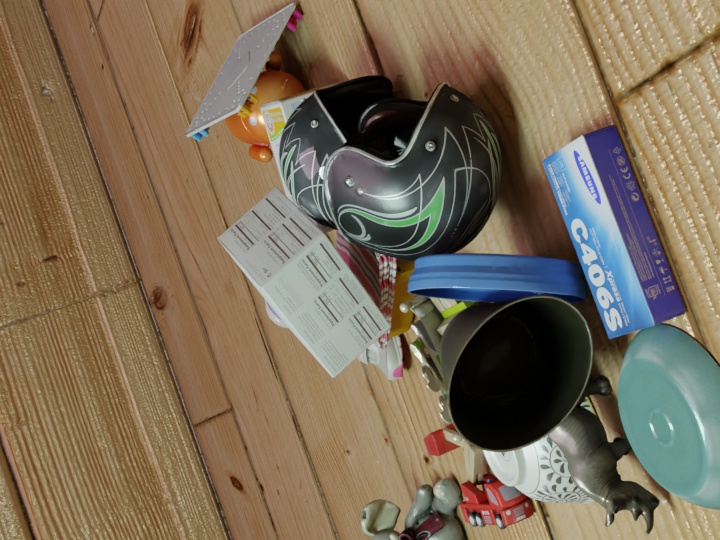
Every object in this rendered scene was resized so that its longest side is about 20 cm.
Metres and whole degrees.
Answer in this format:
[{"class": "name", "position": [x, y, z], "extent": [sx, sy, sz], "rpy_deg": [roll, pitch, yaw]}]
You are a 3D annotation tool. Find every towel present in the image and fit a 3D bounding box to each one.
[{"class": "towel", "position": [0.000, 0.000, 1.840], "extent": [0.147, 0.030, 0.202], "rpy_deg": [54, 153, 37]}]

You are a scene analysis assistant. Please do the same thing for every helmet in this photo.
[{"class": "helmet", "position": [-0.014, -0.148, 1.701], "extent": [0.200, 0.189, 0.202], "rpy_deg": [52, 153, 41]}, {"class": "helmet", "position": [0.071, -0.112, 1.502], "extent": [0.188, 0.200, 0.203], "rpy_deg": [-3, 111, 23]}]

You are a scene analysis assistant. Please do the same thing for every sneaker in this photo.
[{"class": "sneaker", "position": [0.001, 0.108, 2.027], "extent": [0.200, 0.087, 0.082], "rpy_deg": [48, 150, 46]}]

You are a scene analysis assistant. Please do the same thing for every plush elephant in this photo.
[{"class": "plush elephant", "position": [0.081, 0.425, 1.998], "extent": [0.167, 0.153, 0.200], "rpy_deg": [69, 159, 4]}]

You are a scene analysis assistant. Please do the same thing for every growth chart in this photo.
[{"class": "growth chart", "position": [0.120, 0.114, 1.680], "extent": [0.018, 0.144, 0.202], "rpy_deg": [-29, 82, 43]}]

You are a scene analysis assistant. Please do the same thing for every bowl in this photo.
[{"class": "bowl", "position": [0.207, 0.207, 1.584], "extent": [0.201, 0.093, 0.203], "rpy_deg": [51, 152, 41]}, {"class": "bowl", "position": [0.151, 0.009, 1.428], "extent": [0.200, 0.198, 0.040], "rpy_deg": [168, 106, -69]}]

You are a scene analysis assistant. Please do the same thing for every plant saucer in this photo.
[{"class": "plant saucer", "position": [0.322, 0.157, 1.333], "extent": [0.200, 0.036, 0.202], "rpy_deg": [52, 152, 41]}]

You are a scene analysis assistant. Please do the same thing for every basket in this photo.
[{"class": "basket", "position": [0.159, 0.101, 1.449], "extent": [0.136, 0.181, 0.200], "rpy_deg": [41, 180, -7]}]

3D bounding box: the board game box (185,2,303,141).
[{"class": "board game box", "position": [-0.179, -0.301, 1.994], "extent": [0.026, 0.202, 0.199], "rpy_deg": [34, 158, -22]}]

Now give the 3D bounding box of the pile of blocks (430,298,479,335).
[{"class": "pile of blocks", "position": [0.147, 0.078, 1.661], "extent": [0.062, 0.081, 0.203], "rpy_deg": [-29, 72, 48]}]

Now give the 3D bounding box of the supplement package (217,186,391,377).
[{"class": "supplement package", "position": [-0.076, 0.016, 1.760], "extent": [0.156, 0.111, 0.201], "rpy_deg": [43, 171, 50]}]

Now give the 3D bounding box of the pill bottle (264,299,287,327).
[{"class": "pill bottle", "position": [-0.105, 0.028, 2.201], "extent": [0.110, 0.108, 0.200], "rpy_deg": [65, 159, 14]}]

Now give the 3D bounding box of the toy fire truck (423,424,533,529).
[{"class": "toy fire truck", "position": [0.164, 0.286, 1.822], "extent": [0.143, 0.048, 0.200], "rpy_deg": [71, 159, 2]}]

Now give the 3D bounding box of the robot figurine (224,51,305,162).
[{"class": "robot figurine", "position": [-0.150, -0.260, 2.060], "extent": [0.117, 0.144, 0.200], "rpy_deg": [46, 167, -20]}]

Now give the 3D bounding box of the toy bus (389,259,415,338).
[{"class": "toy bus", "position": [0.042, 0.033, 1.894], "extent": [0.079, 0.064, 0.201], "rpy_deg": [56, 154, 30]}]

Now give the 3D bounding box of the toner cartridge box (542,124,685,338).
[{"class": "toner cartridge box", "position": [0.257, -0.037, 1.321], "extent": [0.203, 0.043, 0.095], "rpy_deg": [70, 158, 5]}]

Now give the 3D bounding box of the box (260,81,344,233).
[{"class": "box", "position": [-0.059, -0.165, 1.911], "extent": [0.101, 0.111, 0.203], "rpy_deg": [7, 116, 68]}]

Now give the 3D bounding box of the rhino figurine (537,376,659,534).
[{"class": "rhino figurine", "position": [0.266, 0.206, 1.440], "extent": [0.201, 0.086, 0.060], "rpy_deg": [61, 158, 25]}]
